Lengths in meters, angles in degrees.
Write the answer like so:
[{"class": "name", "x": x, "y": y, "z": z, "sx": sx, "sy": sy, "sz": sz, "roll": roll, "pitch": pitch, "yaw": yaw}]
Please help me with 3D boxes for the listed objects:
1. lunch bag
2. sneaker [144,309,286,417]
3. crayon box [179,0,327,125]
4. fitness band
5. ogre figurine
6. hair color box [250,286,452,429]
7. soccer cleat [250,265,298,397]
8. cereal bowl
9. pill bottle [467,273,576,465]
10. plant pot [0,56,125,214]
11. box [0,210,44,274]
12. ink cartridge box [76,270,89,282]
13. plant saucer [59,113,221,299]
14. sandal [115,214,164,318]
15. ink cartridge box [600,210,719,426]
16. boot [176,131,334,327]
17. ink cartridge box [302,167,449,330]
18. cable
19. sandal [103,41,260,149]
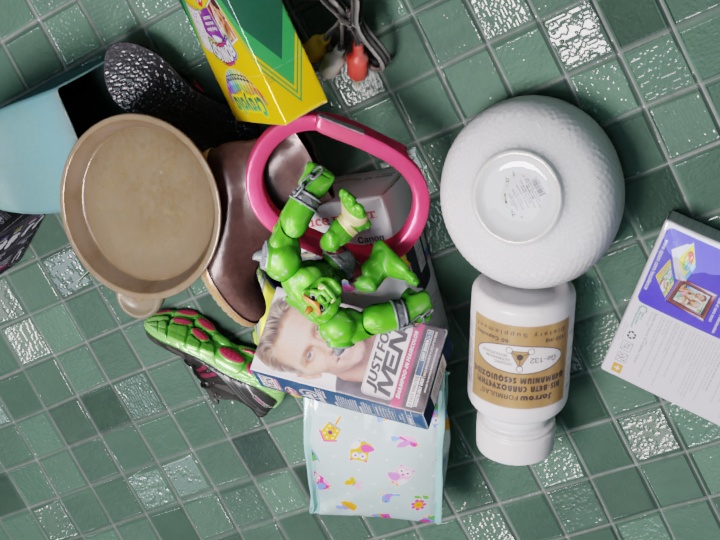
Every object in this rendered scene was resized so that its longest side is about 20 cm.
[{"class": "lunch bag", "x": 0.019, "y": 0.183, "z": 1.727, "sx": 0.168, "sy": 0.123, "sz": 0.202, "roll": 2, "pitch": 130, "yaw": 6}, {"class": "sneaker", "x": -0.184, "y": 0.117, "z": 1.842, "sx": 0.199, "sy": 0.077, "sz": 0.084, "roll": 31, "pitch": 122, "yaw": 10}, {"class": "crayon box", "x": -0.121, "y": -0.243, "z": 1.578, "sx": 0.058, "sy": 0.200, "sz": 0.174, "roll": -28, "pitch": 105, "yaw": -14}, {"class": "fitness band", "x": -0.024, "y": -0.085, "z": 1.584, "sx": 0.198, "sy": 0.038, "sz": 0.145, "roll": 23, "pitch": 110, "yaw": -9}, {"class": "ogre figurine", "x": -0.023, "y": 0.001, "z": 1.554, "sx": 0.120, "sy": 0.098, "sz": 0.200, "roll": -42, "pitch": 124, "yaw": -4}, {"class": "hair color box", "x": -0.009, "y": 0.095, "z": 1.632, "sx": 0.197, "sy": 0.101, "sz": 0.061, "roll": 13, "pitch": 162, "yaw": 14}, {"class": "soccer cleat", "x": -0.088, "y": 0.059, "z": 1.779, "sx": 0.083, "sy": 0.065, "sz": 0.202, "roll": -12, "pitch": 108, "yaw": 25}, {"class": "cereal bowl", "x": 0.170, "y": -0.079, "z": 1.556, "sx": 0.197, "sy": 0.083, "sz": 0.203, "roll": 3, "pitch": 97, "yaw": 21}, {"class": "pill bottle", "x": 0.174, "y": 0.106, "z": 1.655, "sx": 0.113, "sy": 0.114, "sz": 0.203, "roll": 10, "pitch": 118, "yaw": 19}, {"class": "plant pot", "x": -0.357, "y": -0.147, "z": 1.757, "sx": 0.198, "sy": 0.141, "sz": 0.143, "roll": -11, "pitch": 109, "yaw": 32}, {"class": "box", "x": -0.507, "y": -0.084, "z": 1.852, "sx": 0.199, "sy": 0.132, "sz": 0.115, "roll": 37, "pitch": 122, "yaw": 3}, {"class": "ink cartridge box", "x": -0.235, "y": -0.036, "z": 1.773, "sx": 0.199, "sy": 0.104, "sz": 0.059, "roll": -38, "pitch": 95, "yaw": 33}, {"class": "plant saucer", "x": -0.233, "y": -0.069, "z": 1.622, "sx": 0.197, "sy": 0.029, "sz": 0.203, "roll": 5, "pitch": 104, "yaw": 22}, {"class": "sandal", "x": -0.247, "y": -0.027, "z": 1.687, "sx": 0.079, "sy": 0.054, "sz": 0.202, "roll": 20, "pitch": 120, "yaw": 14}, {"class": "ink cartridge box", "x": 0.378, "y": 0.063, "z": 1.587, "sx": 0.198, "sy": 0.043, "sz": 0.200, "roll": 26, "pitch": 122, "yaw": 12}, {"class": "boot", "x": -0.102, "y": -0.048, "z": 1.632, "sx": 0.165, "sy": 0.072, "sz": 0.202, "roll": -19, "pitch": 105, "yaw": 19}, {"class": "ink cartridge box", "x": 0.000, "y": 0.000, "z": 1.699, "sx": 0.144, "sy": 0.083, "sz": 0.202, "roll": -7, "pitch": 111, "yaw": 26}, {"class": "cable", "x": -0.013, "y": -0.242, "z": 1.554, "sx": 0.096, "sy": 0.200, "sz": 0.051, "roll": 22, "pitch": 77, "yaw": 1}, {"class": "sandal", "x": -0.206, "y": -0.189, "z": 1.717, "sx": 0.199, "sy": 0.045, "sz": 0.076, "roll": 31, "pitch": 100, "yaw": -10}]
